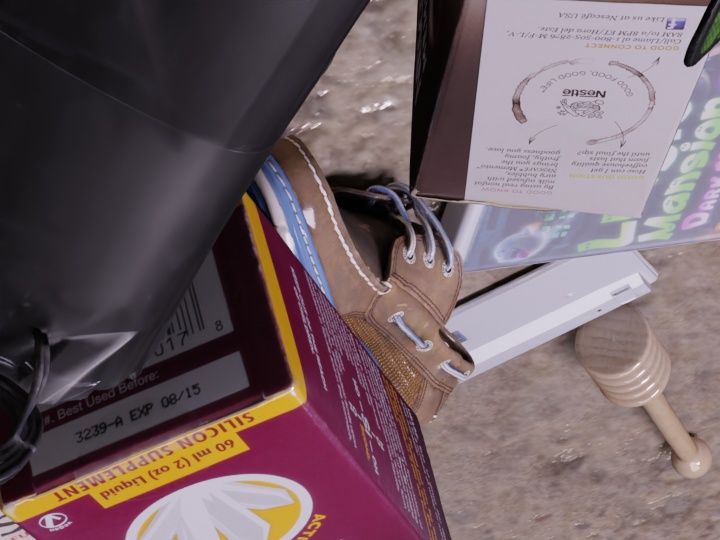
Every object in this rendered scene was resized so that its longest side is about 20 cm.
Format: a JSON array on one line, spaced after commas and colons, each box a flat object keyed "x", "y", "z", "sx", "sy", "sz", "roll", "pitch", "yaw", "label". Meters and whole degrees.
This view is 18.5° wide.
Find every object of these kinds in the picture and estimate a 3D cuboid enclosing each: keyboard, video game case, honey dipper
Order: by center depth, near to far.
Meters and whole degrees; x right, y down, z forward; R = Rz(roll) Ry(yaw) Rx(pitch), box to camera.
[{"x": 0.135, "y": -0.069, "z": 0.880, "sx": 0.180, "sy": 0.023, "sz": 0.200, "roll": -7, "pitch": 149, "yaw": -16, "label": "video game case"}, {"x": 0.040, "y": 0.036, "z": 1.024, "sx": 0.199, "sy": 0.011, "sz": 0.056, "roll": -27, "pitch": 144, "yaw": 16, "label": "keyboard"}, {"x": 0.150, "y": 0.067, "z": 1.107, "sx": 0.038, "sy": 0.038, "sz": 0.200, "roll": -23, "pitch": 153, "yaw": 12, "label": "honey dipper"}]

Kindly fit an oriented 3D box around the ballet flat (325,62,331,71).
[{"x": -0.104, "y": -0.069, "z": 0.747, "sx": 0.198, "sy": 0.057, "sz": 0.067, "roll": -12, "pitch": 114, "yaw": -15, "label": "ballet flat"}]

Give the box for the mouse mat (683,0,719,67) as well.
[{"x": 0.150, "y": -0.154, "z": 0.605, "sx": 0.200, "sy": 0.007, "sz": 0.162, "roll": -48, "pitch": 164, "yaw": -49, "label": "mouse mat"}]

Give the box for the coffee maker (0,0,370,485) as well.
[{"x": -0.055, "y": -0.070, "z": 0.590, "sx": 0.134, "sy": 0.193, "sz": 0.200, "roll": 13, "pitch": 131, "yaw": -26, "label": "coffee maker"}]

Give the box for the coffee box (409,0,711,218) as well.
[{"x": 0.067, "y": -0.118, "z": 0.659, "sx": 0.079, "sy": 0.114, "sz": 0.201, "roll": 5, "pitch": 147, "yaw": -5, "label": "coffee box"}]

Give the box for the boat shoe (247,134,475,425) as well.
[{"x": 0.000, "y": 0.000, "z": 0.892, "sx": 0.072, "sy": 0.072, "sz": 0.200, "roll": -32, "pitch": 149, "yaw": -5, "label": "boat shoe"}]

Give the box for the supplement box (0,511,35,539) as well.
[{"x": -0.098, "y": 0.064, "z": 0.933, "sx": 0.125, "sy": 0.074, "sz": 0.200, "roll": -29, "pitch": 148, "yaw": 19, "label": "supplement box"}]

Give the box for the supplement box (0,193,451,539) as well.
[{"x": -0.047, "y": 0.069, "z": 0.810, "sx": 0.110, "sy": 0.086, "sz": 0.200, "roll": -22, "pitch": 147, "yaw": 9, "label": "supplement box"}]
